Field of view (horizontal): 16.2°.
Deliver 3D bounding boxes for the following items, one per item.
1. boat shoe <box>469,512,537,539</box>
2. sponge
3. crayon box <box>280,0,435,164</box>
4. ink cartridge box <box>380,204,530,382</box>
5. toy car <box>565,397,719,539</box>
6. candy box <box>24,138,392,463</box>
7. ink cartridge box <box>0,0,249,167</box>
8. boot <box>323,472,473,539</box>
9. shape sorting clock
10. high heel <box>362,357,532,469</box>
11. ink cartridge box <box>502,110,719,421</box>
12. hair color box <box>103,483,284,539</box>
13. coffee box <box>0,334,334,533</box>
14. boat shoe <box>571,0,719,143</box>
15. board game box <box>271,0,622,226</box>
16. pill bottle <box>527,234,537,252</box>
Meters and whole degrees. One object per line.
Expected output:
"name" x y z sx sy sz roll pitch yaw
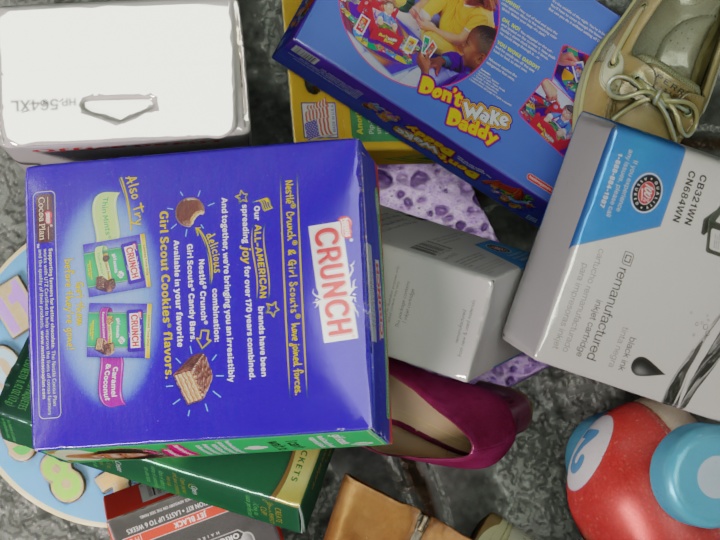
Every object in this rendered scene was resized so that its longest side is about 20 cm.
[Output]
"boat shoe" 0.065 0.255 1.594 0.066 0.074 0.201 25 86 4
"sponge" 0.036 -0.004 1.631 0.111 0.030 0.201 -26 88 -4
"crayon box" 0.039 -0.133 1.598 0.199 0.052 0.126 -2 81 -21
"ink cartridge box" 0.000 0.000 1.546 0.199 0.116 0.067 18 103 18
"toy car" 0.138 0.190 1.525 0.199 0.184 0.177 -25 96 -14
"candy box" -0.086 0.020 1.454 0.199 0.077 0.170 -4 81 11
"ink cartridge box" -0.141 -0.109 1.536 0.145 0.200 0.085 -3 87 -3
"boot" -0.038 0.219 1.515 0.188 0.068 0.201 23 92 -7
"shape sorting clock" -0.154 0.063 1.599 0.199 0.039 0.201 -1 85 6
"high heel" 0.002 0.084 1.565 0.199 0.096 0.068 1 99 22
"ink cartridge box" 0.205 0.008 1.484 0.199 0.084 0.146 18 94 -13
"hair color box" -0.081 0.221 1.573 0.101 0.061 0.201 -21 103 -4
"coffee box" -0.107 0.072 1.529 0.199 0.044 0.123 17 62 10
"boat shoe" 0.190 -0.135 1.543 0.073 0.063 0.201 34 68 -12
"board game box" 0.064 -0.138 1.555 0.200 0.045 0.135 32 71 -12
"pill bottle" 0.214 0.006 1.598 0.200 0.114 0.114 34 85 0
